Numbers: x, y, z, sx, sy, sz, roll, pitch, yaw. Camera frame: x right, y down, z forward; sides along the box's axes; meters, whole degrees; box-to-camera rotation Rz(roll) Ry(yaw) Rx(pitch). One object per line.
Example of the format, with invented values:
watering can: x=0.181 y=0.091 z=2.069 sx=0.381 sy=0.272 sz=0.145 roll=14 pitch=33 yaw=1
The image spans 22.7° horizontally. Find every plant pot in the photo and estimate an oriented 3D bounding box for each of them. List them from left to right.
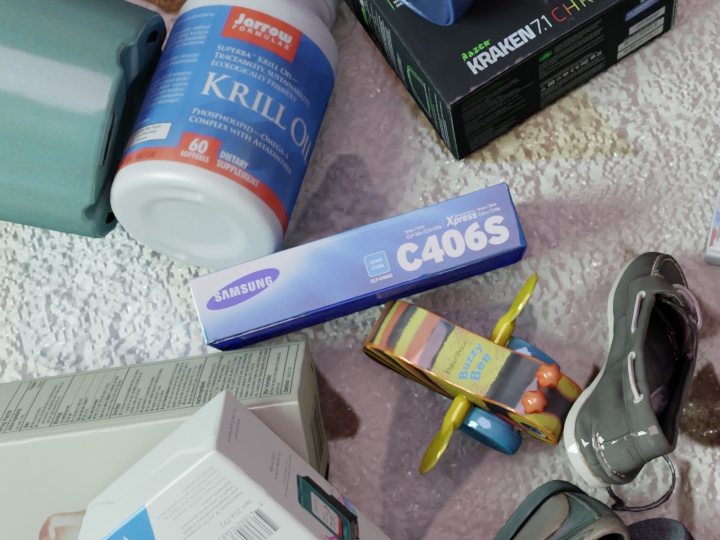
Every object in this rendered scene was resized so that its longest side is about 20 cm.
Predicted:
plant pot: x=-0.235 y=-0.116 z=1.136 sx=0.196 sy=0.200 sz=0.201 roll=15 pitch=74 yaw=3

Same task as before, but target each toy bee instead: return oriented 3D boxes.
toy bee: x=0.092 y=0.063 z=1.068 sx=0.200 sy=0.109 sz=0.131 roll=6 pitch=74 yaw=11

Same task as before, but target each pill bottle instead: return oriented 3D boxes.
pill bottle: x=-0.077 y=-0.110 z=1.139 sx=0.112 sy=0.112 sz=0.200 roll=10 pitch=62 yaw=10

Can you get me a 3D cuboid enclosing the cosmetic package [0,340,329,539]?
cosmetic package: x=-0.124 y=0.109 z=1.070 sx=0.200 sy=0.103 sz=0.087 roll=-7 pitch=109 yaw=6

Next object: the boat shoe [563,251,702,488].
boat shoe: x=0.173 y=0.051 z=1.043 sx=0.057 sy=0.067 sz=0.200 roll=-23 pitch=23 yaw=35

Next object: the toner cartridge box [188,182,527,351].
toner cartridge box: x=0.000 y=0.000 z=1.105 sx=0.200 sy=0.095 sz=0.043 roll=-17 pitch=83 yaw=0

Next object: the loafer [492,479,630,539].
loafer: x=0.082 y=0.213 z=1.024 sx=0.200 sy=0.072 sz=0.063 roll=-58 pitch=32 yaw=-7

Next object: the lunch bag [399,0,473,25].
lunch bag: x=0.032 y=-0.254 z=1.069 sx=0.200 sy=0.136 sz=0.132 roll=36 pitch=78 yaw=18

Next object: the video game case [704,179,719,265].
video game case: x=0.308 y=-0.085 z=1.140 sx=0.143 sy=0.018 sz=0.200 roll=12 pitch=73 yaw=11

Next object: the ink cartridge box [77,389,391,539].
ink cartridge box: x=-0.048 y=0.178 z=1.007 sx=0.116 sy=0.067 sz=0.200 roll=-39 pitch=109 yaw=18

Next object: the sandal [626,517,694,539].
sandal: x=0.141 y=0.237 z=1.036 sx=0.076 sy=0.043 sz=0.200 roll=8 pitch=68 yaw=49

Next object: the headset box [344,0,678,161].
headset box: x=0.079 y=-0.206 z=1.170 sx=0.174 sy=0.093 sz=0.200 roll=-31 pitch=70 yaw=-4
